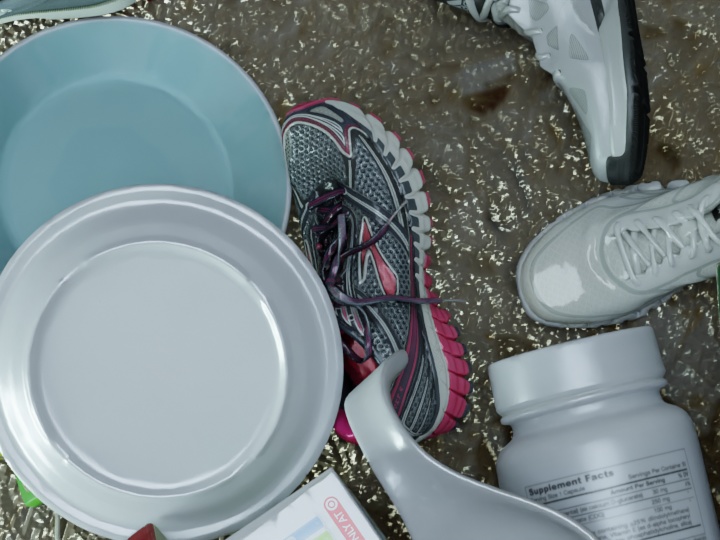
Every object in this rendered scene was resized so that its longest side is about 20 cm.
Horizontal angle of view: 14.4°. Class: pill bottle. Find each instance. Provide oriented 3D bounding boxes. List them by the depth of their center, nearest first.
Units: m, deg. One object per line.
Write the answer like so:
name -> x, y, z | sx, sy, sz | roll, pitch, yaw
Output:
pill bottle -> 0.138, 0.138, 1.562 | 0.113, 0.113, 0.200 | -13, 84, 0

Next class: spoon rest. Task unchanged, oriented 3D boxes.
spoon rest -> 0.059, 0.133, 1.497 | 0.099, 0.061, 0.200 | -45, 77, 23

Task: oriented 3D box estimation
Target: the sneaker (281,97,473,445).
sneaker -> 0.000, 0.000, 1.583 | 0.075, 0.081, 0.200 | -13, 81, -43

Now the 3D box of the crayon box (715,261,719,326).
crayon box -> 0.244, 0.076, 1.523 | 0.051, 0.126, 0.200 | 8, 113, 36

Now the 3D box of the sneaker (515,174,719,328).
sneaker -> 0.182, -0.021, 1.594 | 0.200, 0.081, 0.075 | -19, 86, 1

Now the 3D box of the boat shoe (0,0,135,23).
boat shoe -> -0.221, -0.169, 1.615 | 0.200, 0.062, 0.073 | -9, 68, 8

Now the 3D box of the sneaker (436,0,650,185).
sneaker -> 0.099, -0.138, 1.620 | 0.115, 0.076, 0.201 | -10, 76, 9

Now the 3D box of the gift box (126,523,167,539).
gift box -> -0.113, 0.278, 1.496 | 0.184, 0.200, 0.187 | -37, 106, 7

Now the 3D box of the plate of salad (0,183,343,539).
plate of salad -> -0.109, 0.051, 1.560 | 0.200, 0.048, 0.201 | 0, 98, 1

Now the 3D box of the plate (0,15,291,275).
plate -> -0.139, -0.047, 1.618 | 0.200, 0.026, 0.201 | 2, 73, -6

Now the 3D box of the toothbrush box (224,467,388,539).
toothbrush box -> -0.005, 0.189, 1.518 | 0.086, 0.200, 0.146 | -35, 84, -1

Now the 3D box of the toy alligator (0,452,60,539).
toy alligator -> -0.180, 0.087, 1.609 | 0.054, 0.059, 0.200 | -20, 82, -41
